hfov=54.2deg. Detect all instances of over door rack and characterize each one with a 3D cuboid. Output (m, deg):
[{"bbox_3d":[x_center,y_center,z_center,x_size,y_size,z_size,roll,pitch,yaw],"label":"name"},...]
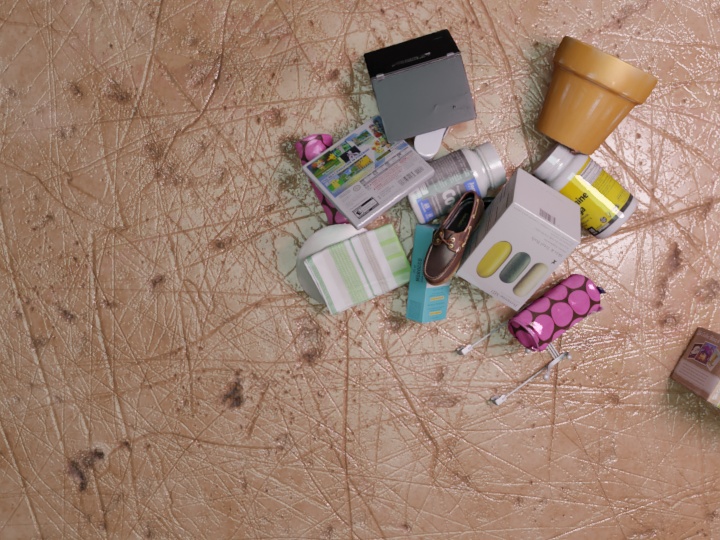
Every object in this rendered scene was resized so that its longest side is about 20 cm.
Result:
[{"bbox_3d":[0.330,0.181,1.498,0.200,0.067,0.148,-34,91,5],"label":"over door rack"}]

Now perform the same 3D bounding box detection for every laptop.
[{"bbox_3d":[0.119,-0.384,1.450,0.187,0.200,0.116,-15,130,4],"label":"laptop"}]

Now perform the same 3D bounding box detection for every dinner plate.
[{"bbox_3d":[-0.036,-0.004,1.489,0.200,0.024,0.200,-2,117,-5],"label":"dinner plate"}]

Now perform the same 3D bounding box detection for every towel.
[{"bbox_3d":[0.000,0.000,1.465,0.200,0.031,0.149,-23,117,6],"label":"towel"}]

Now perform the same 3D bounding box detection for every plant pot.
[{"bbox_3d":[0.452,-0.338,1.400,0.200,0.200,0.183,26,111,1],"label":"plant pot"}]

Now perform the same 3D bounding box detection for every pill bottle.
[{"bbox_3d":[0.455,-0.167,1.441,0.200,0.112,0.112,41,96,0],"label":"pill bottle"},{"bbox_3d":[0.192,-0.184,1.455,0.200,0.114,0.114,-24,93,6],"label":"pill bottle"}]

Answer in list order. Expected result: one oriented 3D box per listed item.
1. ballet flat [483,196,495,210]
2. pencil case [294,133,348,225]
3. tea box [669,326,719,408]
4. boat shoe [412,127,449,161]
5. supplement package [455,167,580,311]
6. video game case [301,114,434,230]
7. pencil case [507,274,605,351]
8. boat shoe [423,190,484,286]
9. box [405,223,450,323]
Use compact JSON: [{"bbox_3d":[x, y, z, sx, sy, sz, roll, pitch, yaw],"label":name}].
[{"bbox_3d":[0.299,-0.122,1.480,0.200,0.057,0.067,-1,97,7],"label":"ballet flat"},{"bbox_3d":[-0.062,-0.193,1.486,0.091,0.094,0.200,-20,95,49],"label":"pencil case"},{"bbox_3d":[0.770,0.225,1.408,0.197,0.200,0.134,29,96,2],"label":"tea box"},{"bbox_3d":[0.158,-0.310,1.471,0.072,0.068,0.200,21,73,-2],"label":"boat shoe"},{"bbox_3d":[0.312,-0.061,1.394,0.152,0.151,0.200,31,126,-5],"label":"supplement package"},{"bbox_3d":[0.015,-0.199,1.408,0.200,0.022,0.182,-37,69,-13],"label":"video game case"},{"bbox_3d":[0.399,0.089,1.434,0.200,0.091,0.094,-31,89,-18],"label":"pencil case"},{"bbox_3d":[0.178,-0.067,1.383,0.070,0.070,0.200,23,78,24],"label":"boat shoe"},{"bbox_3d":[0.149,0.005,1.473,0.049,0.082,0.200,16,106,43],"label":"box"}]
